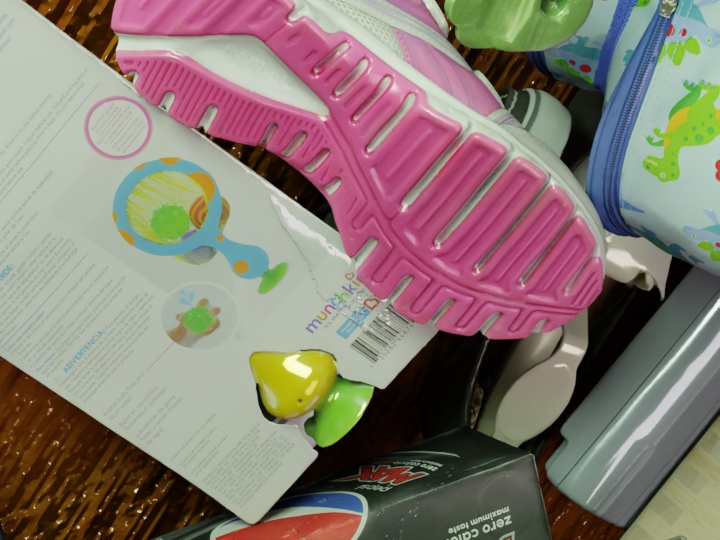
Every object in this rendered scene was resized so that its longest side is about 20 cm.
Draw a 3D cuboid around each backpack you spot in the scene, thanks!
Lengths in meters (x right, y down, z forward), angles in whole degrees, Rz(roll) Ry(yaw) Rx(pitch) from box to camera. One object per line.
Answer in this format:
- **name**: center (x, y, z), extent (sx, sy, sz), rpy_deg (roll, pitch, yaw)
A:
- **backpack**: center (0.144, -0.100, 0.879), extent (0.183, 0.146, 0.201), rpy_deg (-1, 109, -70)

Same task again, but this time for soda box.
- **soda box**: center (-0.025, 0.125, 0.926), extent (0.199, 0.063, 0.071), rpy_deg (-19, 104, -20)

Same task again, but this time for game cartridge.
- **game cartridge**: center (0.158, 0.059, 1.055), extent (0.134, 0.040, 0.200), rpy_deg (-54, 153, 3)

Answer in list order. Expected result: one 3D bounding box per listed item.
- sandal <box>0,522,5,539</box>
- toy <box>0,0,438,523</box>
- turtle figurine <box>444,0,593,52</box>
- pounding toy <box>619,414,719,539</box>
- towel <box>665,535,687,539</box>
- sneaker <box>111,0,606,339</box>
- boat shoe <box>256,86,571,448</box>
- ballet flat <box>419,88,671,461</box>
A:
- **sandal**: center (-0.175, 0.053, 0.865), extent (0.075, 0.048, 0.201), rpy_deg (-17, 141, -13)
- **toy**: center (-0.079, -0.006, 0.868), extent (0.200, 0.047, 0.115), rpy_deg (37, 110, -18)
- **turtle figurine**: center (-0.001, -0.159, 0.744), extent (0.144, 0.194, 0.200), rpy_deg (-37, 130, -6)
- **pounding toy**: center (0.227, 0.130, 1.008), extent (0.142, 0.184, 0.200), rpy_deg (-51, 153, 5)
- **towel**: center (0.020, 0.179, 0.923), extent (0.192, 0.035, 0.200), rpy_deg (-6, 144, -36)
- **sneaker**: center (0.010, -0.059, 0.844), extent (0.200, 0.088, 0.081), rpy_deg (41, 122, -16)
- **boat shoe**: center (0.000, 0.000, 0.933), extent (0.057, 0.069, 0.200), rpy_deg (42, 91, -15)
- **ballet flat**: center (0.091, 0.005, 0.989), extent (0.068, 0.068, 0.201), rpy_deg (21, 106, -19)
